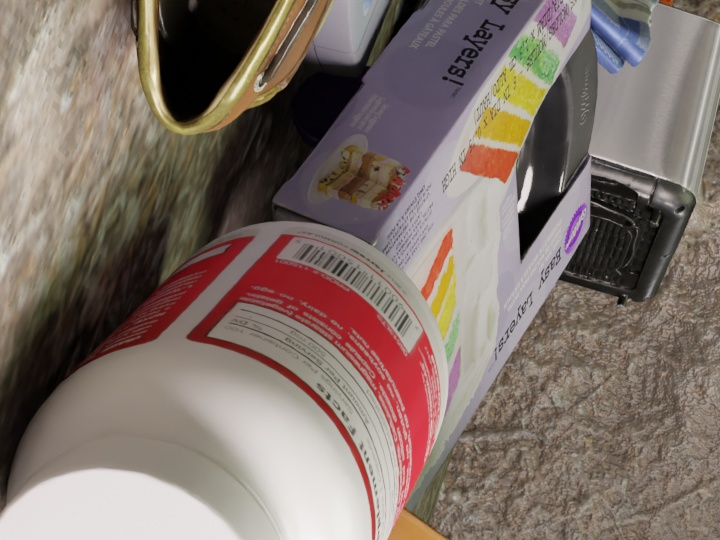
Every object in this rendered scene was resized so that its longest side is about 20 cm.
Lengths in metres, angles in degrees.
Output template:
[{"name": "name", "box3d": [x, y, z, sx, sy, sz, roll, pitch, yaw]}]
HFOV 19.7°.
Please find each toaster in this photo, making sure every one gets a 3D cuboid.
[{"name": "toaster", "box3d": [0.100, -0.077, 1.154, 0.200, 0.180, 0.119, 88, 18, -72]}]

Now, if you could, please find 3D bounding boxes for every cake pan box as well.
[{"name": "cake pan box", "box3d": [0.039, -0.024, 0.877, 0.200, 0.052, 0.185, -54, 155, -34]}]

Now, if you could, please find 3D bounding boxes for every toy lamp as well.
[{"name": "toy lamp", "box3d": [0.000, 0.000, 0.942, 0.201, 0.058, 0.058, 86, 21, -48]}]

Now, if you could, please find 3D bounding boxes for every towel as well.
[{"name": "towel", "box3d": [0.090, -0.167, 0.999, 0.024, 0.147, 0.200, -46, -175, 21]}]

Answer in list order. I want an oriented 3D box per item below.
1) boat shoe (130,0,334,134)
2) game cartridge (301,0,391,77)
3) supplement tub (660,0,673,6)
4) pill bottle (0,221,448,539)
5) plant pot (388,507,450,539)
[{"name": "boat shoe", "box3d": [-0.019, -0.123, 0.546, 0.068, 0.072, 0.201, -65, 170, -51]}, {"name": "game cartridge", "box3d": [0.003, -0.163, 0.773, 0.200, 0.041, 0.134, 92, 13, -65]}, {"name": "supplement tub", "box3d": [0.310, -0.268, 2.488, 0.200, 0.122, 0.123, 98, 12, -52]}, {"name": "pill bottle", "box3d": [-0.043, 0.063, 0.650, 0.200, 0.112, 0.113, -53, 159, -68]}, {"name": "plant pot", "box3d": [-0.018, 0.170, 0.853, 0.140, 0.200, 0.200, -55, 169, -11]}]
